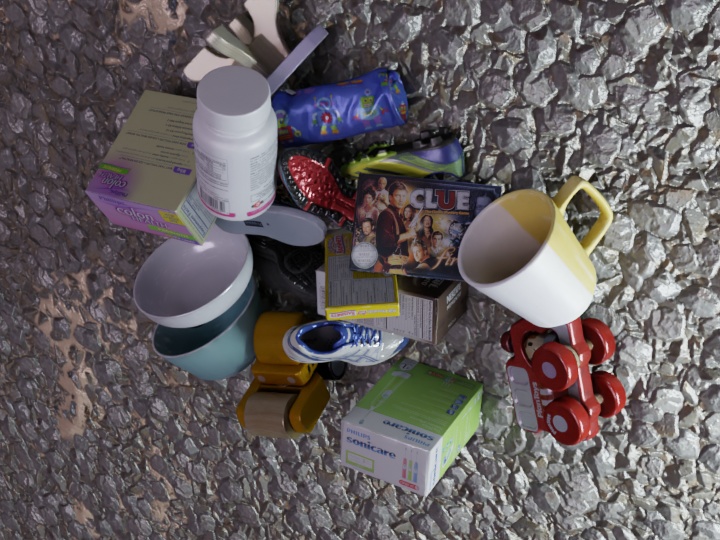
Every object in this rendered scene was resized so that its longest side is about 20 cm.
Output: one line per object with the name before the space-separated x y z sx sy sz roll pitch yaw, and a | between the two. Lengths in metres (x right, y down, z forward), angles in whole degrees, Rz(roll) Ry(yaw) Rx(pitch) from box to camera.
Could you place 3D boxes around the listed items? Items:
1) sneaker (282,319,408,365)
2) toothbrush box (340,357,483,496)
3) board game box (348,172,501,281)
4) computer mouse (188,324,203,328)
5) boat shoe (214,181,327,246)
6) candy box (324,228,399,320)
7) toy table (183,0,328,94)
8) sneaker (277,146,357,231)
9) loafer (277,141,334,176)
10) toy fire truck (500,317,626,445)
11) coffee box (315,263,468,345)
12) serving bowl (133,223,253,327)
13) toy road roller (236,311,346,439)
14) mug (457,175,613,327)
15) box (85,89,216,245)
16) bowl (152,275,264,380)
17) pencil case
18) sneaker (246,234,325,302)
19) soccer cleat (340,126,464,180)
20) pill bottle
sneaker | -0.016 0.107 1.520 0.088 0.199 0.076 139 123 -74
toothbrush box | 0.079 0.229 1.507 0.145 0.200 0.087 15 119 23
board game box | 0.089 -0.058 1.385 0.199 0.035 0.136 5 87 2
computer mouse | -0.271 0.024 1.651 0.058 0.201 0.034 -20 132 11
boat shoe | -0.128 -0.100 1.537 0.199 0.091 0.071 10 142 27
candy box | 0.000 0.000 1.433 0.102 0.200 0.027 -5 125 2
toy table | -0.153 -0.303 1.422 0.117 0.184 0.200 44 98 -10
sneaker | -0.066 -0.118 1.454 0.095 0.200 0.080 28 84 42
loafer | -0.121 -0.184 1.499 0.199 0.072 0.063 -28 80 13
toy fire truck | 0.269 0.147 1.422 0.167 0.112 0.201 4 115 50
coffee box | 0.047 0.030 1.487 0.199 0.113 0.080 13 121 25
serving bowl | -0.252 0.017 1.573 0.199 0.201 0.066 2 140 30
toy road roller | -0.122 0.155 1.597 0.122 0.200 0.146 -1 132 30
mug | 0.245 -0.011 1.308 0.186 0.150 0.153 -30 128 28
box | -0.287 -0.160 1.538 0.175 0.201 0.097 13 154 25
bowl | -0.234 0.104 1.662 0.200 0.201 0.105 -9 128 34
pencil case | -0.034 -0.228 1.404 0.199 0.078 0.087 -9 116 15
sneaker | -0.115 -0.001 1.585 0.200 0.076 0.091 41 144 41
soccer cleat | 0.057 -0.145 1.431 0.199 0.065 0.084 -8 117 35
pill bottle | -0.169 -0.171 1.360 0.113 0.113 0.200 30 146 16
